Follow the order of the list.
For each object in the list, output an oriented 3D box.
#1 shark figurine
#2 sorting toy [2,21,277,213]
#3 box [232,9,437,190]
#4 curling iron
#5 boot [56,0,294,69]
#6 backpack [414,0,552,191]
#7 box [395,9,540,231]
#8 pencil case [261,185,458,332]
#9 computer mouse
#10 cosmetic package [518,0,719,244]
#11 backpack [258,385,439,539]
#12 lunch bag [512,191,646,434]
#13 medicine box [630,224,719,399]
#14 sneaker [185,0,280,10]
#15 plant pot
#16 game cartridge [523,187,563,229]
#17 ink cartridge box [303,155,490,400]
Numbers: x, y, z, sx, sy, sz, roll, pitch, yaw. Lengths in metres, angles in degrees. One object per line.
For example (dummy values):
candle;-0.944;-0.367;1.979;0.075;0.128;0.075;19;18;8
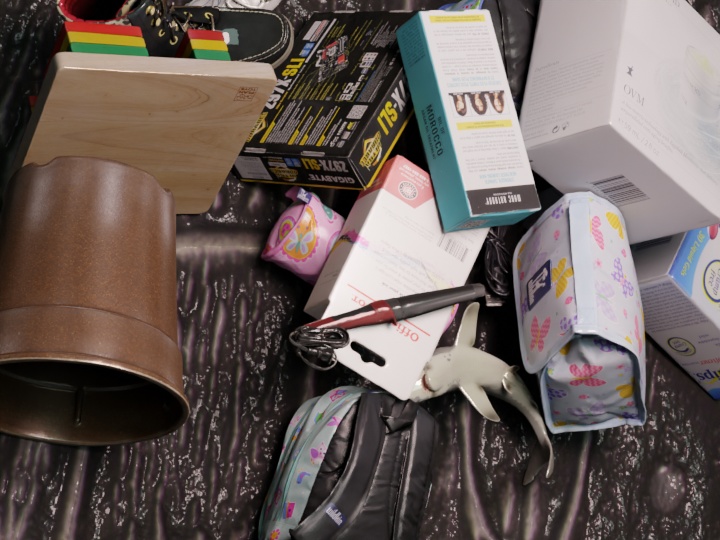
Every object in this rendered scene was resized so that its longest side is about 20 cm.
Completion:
shark figurine;0.117;0.121;1.524;0.214;0.089;0.129;33;60;-29
sorting toy;-0.205;-0.136;1.367;0.199;0.199;0.070;-1;56;-30
box;-0.020;-0.171;1.491;0.049;0.159;0.201;56;52;-39
curling iron;0.026;0.045;1.359;0.199;0.026;0.050;-17;53;-28
boot;-0.167;-0.221;1.385;0.202;0.154;0.074;-6;76;3
backpack;0.144;-0.186;1.584;0.182;0.146;0.202;1;80;-42
box;0.099;-0.141;1.424;0.082;0.049;0.201;-6;77;-30
pencil case;0.000;0.000;1.496;0.199;0.087;0.088;34;62;-15
computer mouse;0.067;-0.043;1.560;0.199;0.053;0.139;22;46;-28
cosmetic package;0.269;-0.166;1.511;0.199;0.122;0.201;32;57;-37
backpack;-0.012;0.204;1.399;0.166;0.126;0.201;26;74;-35
lunch bag;0.217;0.041;1.513;0.126;0.200;0.171;-5;57;7
medicine box;0.399;0.008;1.691;0.200;0.103;0.183;42;60;-20
sneaker;-0.119;-0.267;1.506;0.074;0.087;0.201;40;62;-15
plant pot;-0.240;0.023;1.303;0.199;0.200;0.200;13;61;-25
game cartridge;0.259;-0.102;1.698;0.133;0.041;0.201;38;61;-19
ink cartridge box;0.027;0.011;1.421;0.116;0.067;0.201;32;69;-16
